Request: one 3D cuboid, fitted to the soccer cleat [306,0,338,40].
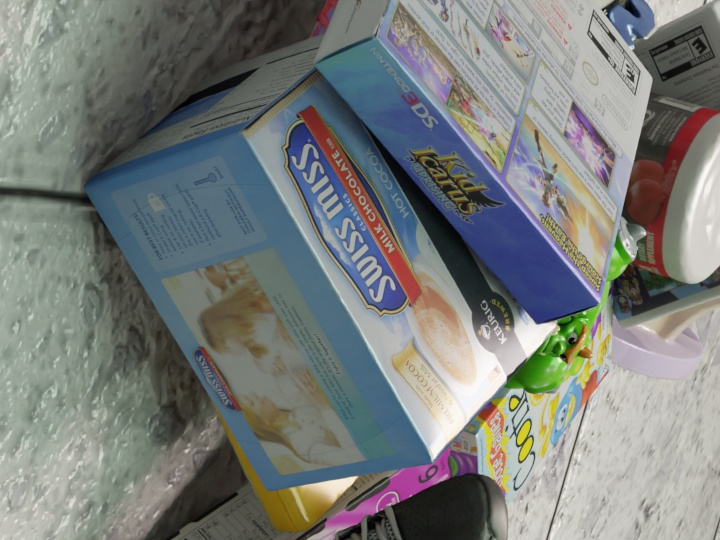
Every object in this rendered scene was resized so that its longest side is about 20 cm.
[{"bbox_3d":[0.009,-0.158,1.285,0.076,0.067,0.200,38,89,-28],"label":"soccer cleat"}]

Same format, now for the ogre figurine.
[{"bbox_3d":[0.097,0.005,1.447,0.098,0.120,0.200,-91,-157,-72],"label":"ogre figurine"}]

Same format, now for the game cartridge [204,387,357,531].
[{"bbox_3d":[-0.028,0.018,1.329,0.176,0.032,0.200,-44,121,-39],"label":"game cartridge"}]

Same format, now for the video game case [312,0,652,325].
[{"bbox_3d":[0.070,-0.103,1.211,0.200,0.045,0.181,48,39,-28],"label":"video game case"}]

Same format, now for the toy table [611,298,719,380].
[{"bbox_3d":[0.222,0.001,1.760,0.117,0.184,0.200,-59,169,13],"label":"toy table"}]

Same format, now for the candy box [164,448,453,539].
[{"bbox_3d":[-0.033,0.180,1.413,0.200,0.061,0.137,-33,140,-19],"label":"candy box"}]

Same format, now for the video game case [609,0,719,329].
[{"bbox_3d":[0.211,-0.067,1.571,0.023,0.200,0.183,-24,90,-39],"label":"video game case"}]

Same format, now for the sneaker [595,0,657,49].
[{"bbox_3d":[0.071,-0.153,1.349,0.199,0.081,0.115,-31,105,-25],"label":"sneaker"}]

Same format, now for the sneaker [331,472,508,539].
[{"bbox_3d":[-0.018,0.172,1.288,0.200,0.075,0.115,-42,136,23],"label":"sneaker"}]

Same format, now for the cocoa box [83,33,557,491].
[{"bbox_3d":[-0.020,-0.006,1.213,0.131,0.133,0.200,-44,110,-42],"label":"cocoa box"}]

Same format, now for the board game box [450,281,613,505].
[{"bbox_3d":[0.085,0.075,1.601,0.200,0.103,0.105,-47,146,-40],"label":"board game box"}]

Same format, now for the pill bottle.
[{"bbox_3d":[0.144,-0.071,1.506,0.111,0.200,0.111,-42,141,-45],"label":"pill bottle"}]
